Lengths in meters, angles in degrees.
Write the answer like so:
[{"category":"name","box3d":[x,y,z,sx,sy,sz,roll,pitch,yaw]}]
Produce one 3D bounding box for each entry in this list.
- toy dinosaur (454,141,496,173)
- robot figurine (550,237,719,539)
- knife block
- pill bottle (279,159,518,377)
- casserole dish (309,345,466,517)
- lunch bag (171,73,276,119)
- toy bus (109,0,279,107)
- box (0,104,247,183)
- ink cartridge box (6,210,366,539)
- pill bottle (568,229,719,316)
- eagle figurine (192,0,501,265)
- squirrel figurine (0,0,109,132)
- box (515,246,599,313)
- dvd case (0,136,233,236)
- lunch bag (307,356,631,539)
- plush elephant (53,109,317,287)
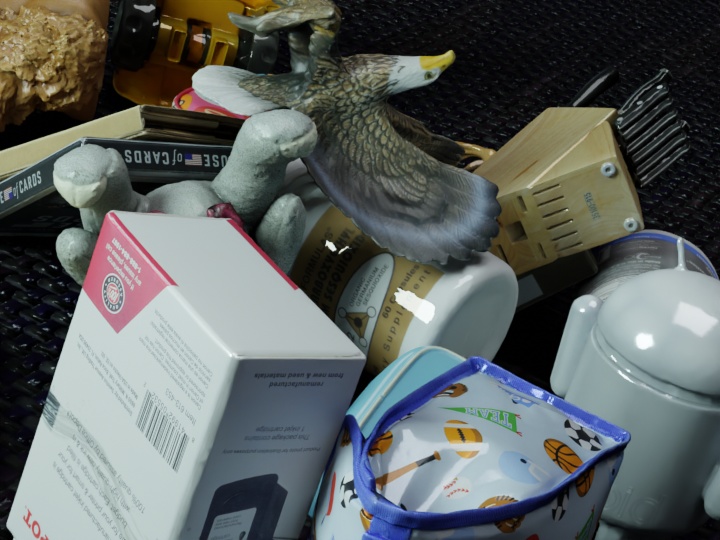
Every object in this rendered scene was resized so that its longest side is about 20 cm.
[{"category":"toy dinosaur","box3d":[0.122,-0.065,1.567,0.200,0.061,0.106,-34,51,-18]},{"category":"robot figurine","box3d":[0.186,0.084,1.252,0.113,0.201,0.169,-9,35,-47]},{"category":"knife block","box3d":[0.146,-0.077,1.482,0.199,0.064,0.176,-20,25,10]},{"category":"pill bottle","box3d":[0.000,0.000,1.402,0.200,0.115,0.114,32,27,27]},{"category":"casserole dish","box3d":[0.044,0.112,1.238,0.121,0.039,0.200,32,38,8]},{"category":"lunch bag","box3d":[-0.053,-0.080,1.573,0.200,0.082,0.176,30,27,22]},{"category":"toy bus","box3d":[-0.137,-0.248,1.740,0.135,0.201,0.192,13,17,-14]},{"category":"box","box3d":[-0.166,-0.074,1.379,0.199,0.021,0.163,-14,-9,35]},{"category":"ink cartridge box","box3d":[-0.095,0.092,1.037,0.084,0.201,0.145,2,28,-37]},{"category":"pill bottle","box3d":[0.200,0.057,1.427,0.113,0.114,0.200,19,25,2]},{"category":"eagle figurine","box3d":[0.002,-0.102,1.332,0.150,0.200,0.152,4,43,38]},{"category":"squirrel figurine","box3d":[-0.291,-0.180,1.555,0.186,0.142,0.200,7,24,-11]},{"category":"box","box3d":[0.130,-0.021,1.549,0.032,0.121,0.200,58,19,-13]},{"category":"dvd case","box3d":[-0.166,-0.053,1.357,0.150,0.025,0.200,0,-12,-35]},{"category":"lunch bag","box3d":[0.032,0.155,1.029,0.123,0.171,0.200,24,24,20]},{"category":"plush elephant","box3d":[-0.101,0.023,1.251,0.164,0.200,0.155,-9,55,-21]}]
